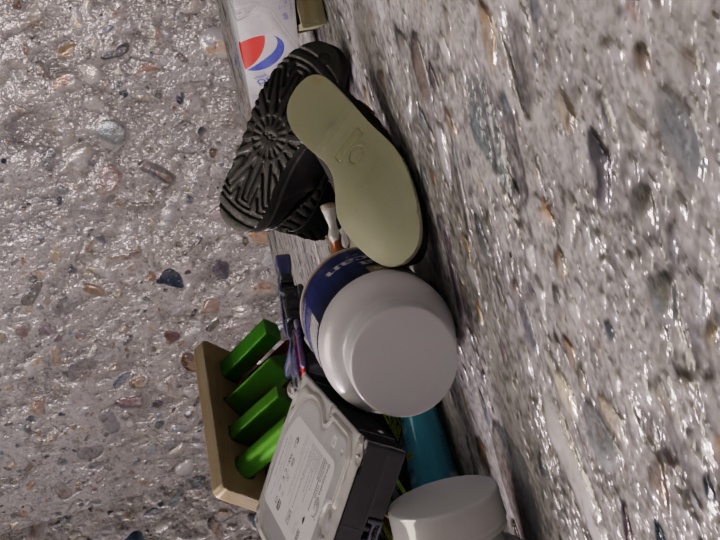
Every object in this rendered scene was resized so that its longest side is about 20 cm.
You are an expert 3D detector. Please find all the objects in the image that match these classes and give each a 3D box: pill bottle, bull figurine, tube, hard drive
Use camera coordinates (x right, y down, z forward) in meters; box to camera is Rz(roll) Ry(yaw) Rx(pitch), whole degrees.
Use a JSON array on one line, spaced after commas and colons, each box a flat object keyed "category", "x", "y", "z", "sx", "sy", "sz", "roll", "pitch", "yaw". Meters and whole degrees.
[{"category": "pill bottle", "x": 0.082, "y": 0.256, "z": 0.795, "sx": 0.111, "sy": 0.109, "sz": 0.203, "roll": -160, "pitch": 55, "yaw": -81}, {"category": "bull figurine", "x": 0.000, "y": 0.000, "z": 1.110, "sx": 0.200, "sy": 0.064, "sz": 0.123, "roll": 107, "pitch": 151, "yaw": -75}, {"category": "tube", "x": 0.059, "y": 0.149, "z": 1.045, "sx": 0.078, "sy": 0.050, "sz": 0.203, "roll": 102, "pitch": 156, "yaw": -70}, {"category": "hard drive", "x": -0.031, "y": 0.171, "z": 0.874, "sx": 0.200, "sy": 0.037, "sz": 0.142, "roll": -148, "pitch": 76, "yaw": -71}, {"category": "pill bottle", "x": 0.015, "y": 0.049, "z": 0.900, "sx": 0.200, "sy": 0.109, "sz": 0.113, "roll": -136, "pitch": 32, "yaw": -76}]

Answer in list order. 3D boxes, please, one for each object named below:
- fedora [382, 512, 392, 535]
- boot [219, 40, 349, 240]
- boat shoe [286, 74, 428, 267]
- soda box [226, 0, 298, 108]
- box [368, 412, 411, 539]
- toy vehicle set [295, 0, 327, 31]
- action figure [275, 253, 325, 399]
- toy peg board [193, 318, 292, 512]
[{"category": "fedora", "x": 0.056, "y": 0.301, "z": 0.971, "sx": 0.201, "sy": 0.081, "sz": 0.201, "roll": 48, "pitch": 165, "yaw": 17}, {"category": "boot", "x": -0.047, "y": -0.126, "z": 1.136, "sx": 0.079, "sy": 0.213, "sz": 0.157, "roll": 42, "pitch": -158, "yaw": 25}, {"category": "boat shoe", "x": 0.007, "y": -0.080, "z": 0.920, "sx": 0.063, "sy": 0.074, "sz": 0.203, "roll": 26, "pitch": -153, "yaw": -50}, {"category": "soda box", "x": -0.102, "y": -0.257, "z": 1.165, "sx": 0.201, "sy": 0.062, "sz": 0.069, "roll": 90, "pitch": 163, "yaw": -65}, {"category": "box", "x": 0.009, "y": 0.236, "z": 1.063, "sx": 0.201, "sy": 0.047, "sz": 0.195, "roll": 62, "pitch": -147, "yaw": -43}, {"category": "toy vehicle set", "x": -0.076, "y": -0.319, "z": 1.201, "sx": 0.200, "sy": 0.026, "sz": 0.126, "roll": -136, "pitch": 32, "yaw": -77}, {"category": "action figure", "x": -0.029, "y": 0.077, "z": 1.174, "sx": 0.194, "sy": 0.103, "sz": 0.203, "roll": 75, "pitch": -176, "yaw": -69}, {"category": "toy peg board", "x": -0.068, "y": 0.166, "z": 1.230, "sx": 0.198, "sy": 0.098, "sz": 0.202, "roll": 29, "pitch": -149, "yaw": -37}]
